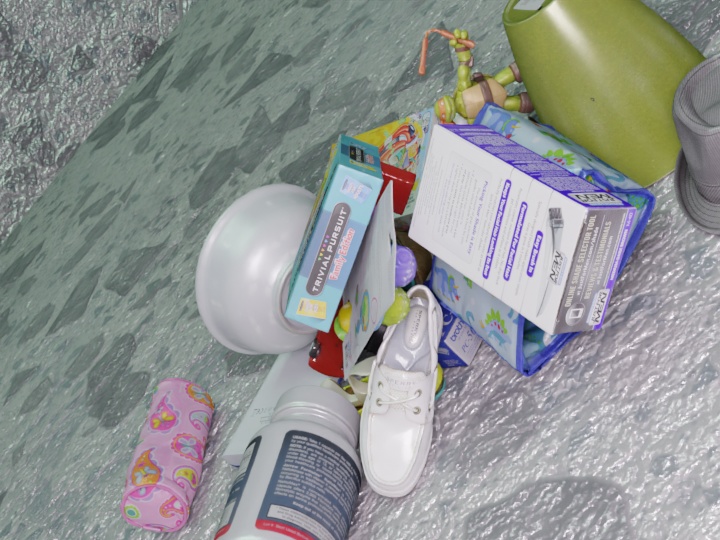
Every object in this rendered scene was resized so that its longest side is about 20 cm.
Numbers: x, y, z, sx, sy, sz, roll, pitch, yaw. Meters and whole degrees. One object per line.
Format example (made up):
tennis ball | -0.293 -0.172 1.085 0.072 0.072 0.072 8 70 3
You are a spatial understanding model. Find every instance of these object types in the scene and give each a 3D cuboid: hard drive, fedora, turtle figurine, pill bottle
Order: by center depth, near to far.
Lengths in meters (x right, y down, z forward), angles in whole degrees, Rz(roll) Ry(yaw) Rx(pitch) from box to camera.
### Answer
fedora | 0.341 -0.138 1.145 0.176 0.090 0.201 -22 33 40
pill bottle | -0.062 0.213 1.217 0.119 0.120 0.201 -27 30 35
hard drive | -0.071 0.133 1.469 0.131 0.025 0.201 -14 39 50
turtle figurine | 0.153 -0.193 1.487 0.159 0.202 0.064 -15 9 -3

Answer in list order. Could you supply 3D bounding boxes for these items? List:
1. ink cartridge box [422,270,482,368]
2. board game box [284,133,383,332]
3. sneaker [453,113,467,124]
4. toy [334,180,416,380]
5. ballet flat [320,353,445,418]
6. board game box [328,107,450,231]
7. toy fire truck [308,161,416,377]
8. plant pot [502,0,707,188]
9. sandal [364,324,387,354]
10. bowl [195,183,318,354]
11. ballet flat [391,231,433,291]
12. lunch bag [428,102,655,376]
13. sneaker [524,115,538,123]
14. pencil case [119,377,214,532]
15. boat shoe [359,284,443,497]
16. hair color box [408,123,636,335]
ink cartridge box | 0.113 0.011 1.339 0.094 0.044 0.201 -12 41 52
board game box | -0.026 -0.043 1.256 0.200 0.046 0.153 -92 21 -77
sneaker | 0.098 -0.127 1.558 0.200 0.075 0.089 -45 27 26
toy | 0.021 0.016 1.186 0.200 0.047 0.117 124 148 -60
ballet flat | -0.003 0.130 1.314 0.199 0.067 0.067 -30 30 32
board game box | 0.026 -0.109 1.561 0.199 0.034 0.136 -14 60 50
toy fire truck | 0.000 0.000 1.369 0.142 0.048 0.201 -76 6 -55
plant pot | 0.236 -0.207 1.291 0.186 0.200 0.188 -36 26 21
sandal | 0.029 0.059 1.371 0.200 0.045 0.076 -114 44 -83
bowl | -0.078 0.012 1.429 0.090 0.201 0.202 25 71 46
ballet flat | 0.054 -0.017 1.457 0.072 0.069 0.200 -16 8 -16
lunch bag | 0.155 -0.026 1.197 0.170 0.126 0.202 44 112 51
sneaker | 0.170 -0.107 1.383 0.085 0.073 0.200 -45 2 17
pencil case | -0.227 0.218 1.525 0.087 0.087 0.201 -34 26 23
boat shoe | 0.037 0.109 1.207 0.069 0.070 0.202 79 -162 -70
hair color box | 0.130 -0.040 1.079 0.200 0.064 0.111 38 123 47
